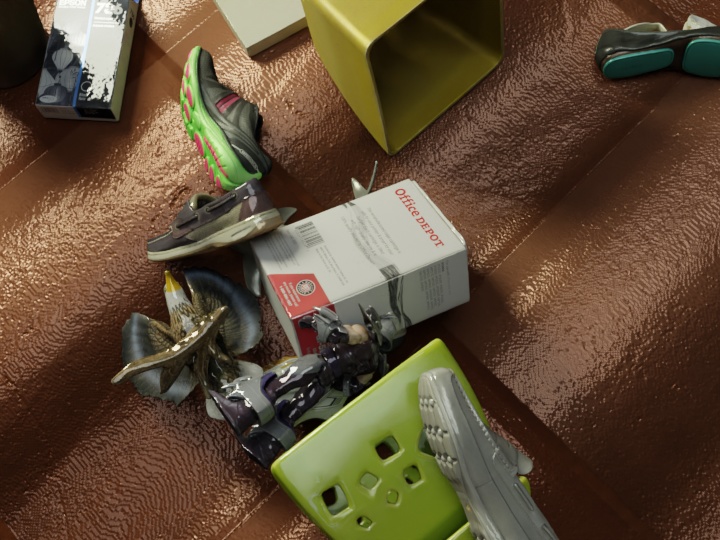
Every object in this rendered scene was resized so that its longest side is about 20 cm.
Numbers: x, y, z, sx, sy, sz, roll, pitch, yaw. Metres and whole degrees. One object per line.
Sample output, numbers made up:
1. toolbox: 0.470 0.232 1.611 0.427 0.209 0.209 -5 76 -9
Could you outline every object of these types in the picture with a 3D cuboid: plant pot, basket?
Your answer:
1. plant pot: 0.043 0.208 0.867 0.198 0.200 0.182 -36 81 -11
2. plant pot: 0.037 -0.299 1.045 0.200 0.200 0.176 -41 63 -11
3. basket: -0.461 -0.318 1.051 0.135 0.200 0.181 32 76 11

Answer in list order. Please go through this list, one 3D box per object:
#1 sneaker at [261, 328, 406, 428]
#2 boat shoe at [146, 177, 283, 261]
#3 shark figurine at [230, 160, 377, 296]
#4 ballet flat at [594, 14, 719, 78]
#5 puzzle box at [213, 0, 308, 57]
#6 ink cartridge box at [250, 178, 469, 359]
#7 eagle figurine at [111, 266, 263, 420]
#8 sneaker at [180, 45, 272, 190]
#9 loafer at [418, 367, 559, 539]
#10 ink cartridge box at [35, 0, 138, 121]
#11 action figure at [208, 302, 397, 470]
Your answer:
1. sneaker: -0.032 0.120 0.970 0.199 0.076 0.088 -26 100 -14
2. boat shoe: -0.168 -0.054 0.977 0.072 0.199 0.065 -21 96 -49
3. shark figurine: -0.076 -0.050 1.012 0.212 0.090 0.129 -10 73 0
4. ballet flat: 0.389 -0.279 1.085 0.198 0.068 0.069 0 63 1
5. puzzle box: -0.092 -0.378 1.152 0.199 0.025 0.134 -30 73 -8
6. ink cartridge box: 0.000 0.000 0.954 0.198 0.083 0.147 -21 42 -11
7. eagle figurine: -0.179 0.069 0.939 0.150 0.200 0.153 10 87 -13
8. sneaker: -0.165 -0.184 1.075 0.083 0.077 0.201 -12 68 -29
9. loafer: 0.111 0.171 0.755 0.069 0.070 0.202 -25 93 -15
10. ink cartridge box: -0.344 -0.289 1.124 0.098 0.039 0.202 2 71 3
11. action figure: -0.042 0.098 0.863 0.199 0.131 0.069 -34 43 -17
